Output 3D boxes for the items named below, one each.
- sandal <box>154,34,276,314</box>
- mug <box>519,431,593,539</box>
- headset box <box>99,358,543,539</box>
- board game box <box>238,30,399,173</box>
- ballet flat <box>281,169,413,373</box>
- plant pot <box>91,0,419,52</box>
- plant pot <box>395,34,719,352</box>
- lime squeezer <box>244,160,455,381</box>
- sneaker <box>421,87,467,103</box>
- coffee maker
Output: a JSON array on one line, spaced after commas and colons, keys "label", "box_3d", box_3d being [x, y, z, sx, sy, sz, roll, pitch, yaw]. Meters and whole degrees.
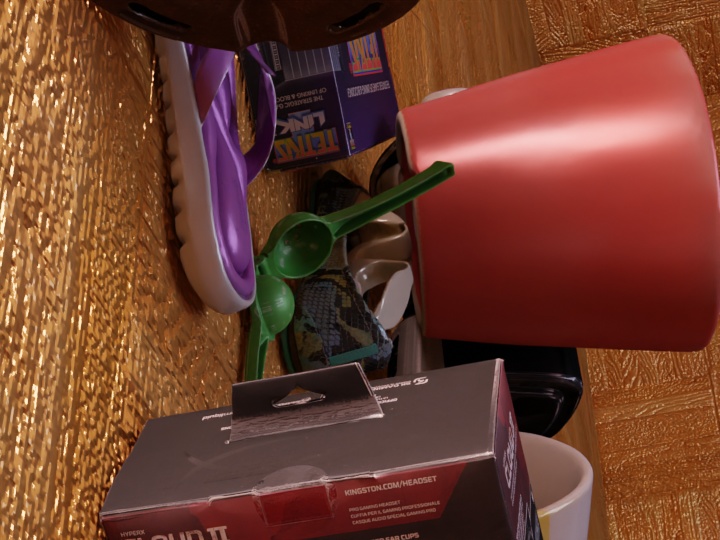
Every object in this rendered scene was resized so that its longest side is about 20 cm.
[{"label": "sandal", "box_3d": [-0.060, -0.080, 0.716, 0.082, 0.049, 0.205, 42, 39, -71]}, {"label": "mug", "box_3d": [0.048, 0.194, 0.884, 0.149, 0.184, 0.155, -154, -124, -63]}, {"label": "headset box", "box_3d": [-0.001, 0.131, 0.580, 0.077, 0.147, 0.202, -72, 149, -67]}, {"label": "board game box", "box_3d": [-0.028, -0.153, 0.926, 0.200, 0.056, 0.168, -43, 120, -76]}, {"label": "ballet flat", "box_3d": [0.000, 0.000, 0.898, 0.201, 0.073, 0.075, -83, 159, -56]}, {"label": "plant pot", "box_3d": [-0.042, -0.211, 0.617, 0.200, 0.197, 0.201, 53, 37, -65]}, {"label": "plant pot", "box_3d": [0.116, -0.039, 0.948, 0.200, 0.175, 0.203, 174, -90, -88]}, {"label": "lime squeezer", "box_3d": [-0.028, 0.011, 0.776, 0.201, 0.070, 0.038, -55, 159, -33]}, {"label": "sneaker", "box_3d": [0.105, -0.079, 1.473, 0.201, 0.079, 0.089, 61, 28, -45]}, {"label": "coffee maker", "box_3d": [0.103, 0.011, 1.076, 0.135, 0.190, 0.202, 59, 24, -60]}]
